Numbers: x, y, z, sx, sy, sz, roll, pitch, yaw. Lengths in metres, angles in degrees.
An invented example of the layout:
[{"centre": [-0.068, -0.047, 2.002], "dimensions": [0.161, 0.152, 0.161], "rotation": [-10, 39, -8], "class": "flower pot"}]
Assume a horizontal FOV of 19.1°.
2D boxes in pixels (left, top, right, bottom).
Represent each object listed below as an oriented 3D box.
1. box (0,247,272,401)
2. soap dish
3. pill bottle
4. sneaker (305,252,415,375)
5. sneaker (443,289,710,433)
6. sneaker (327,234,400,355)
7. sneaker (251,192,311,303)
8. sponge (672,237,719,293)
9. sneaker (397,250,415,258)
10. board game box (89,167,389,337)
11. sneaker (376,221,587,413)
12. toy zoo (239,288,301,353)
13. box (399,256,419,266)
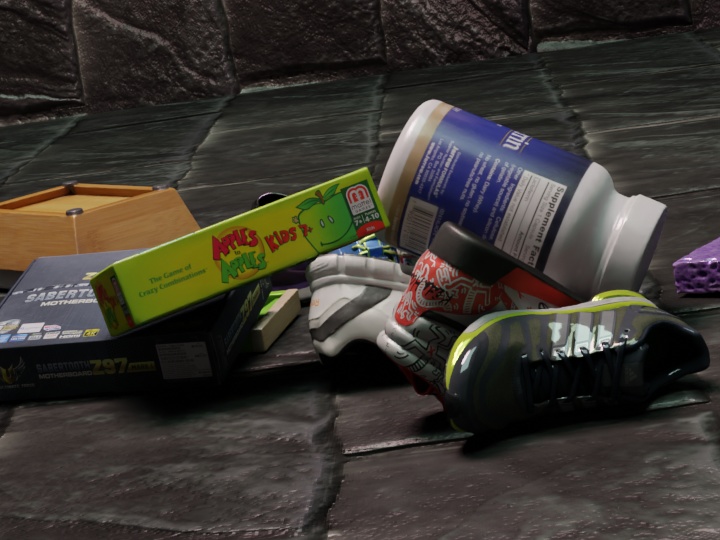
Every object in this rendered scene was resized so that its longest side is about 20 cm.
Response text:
[{"centre": [-0.182, 0.037, 1.647], "dimensions": [0.199, 0.051, 0.158], "rotation": [-4, 25, 16], "class": "box"}, {"centre": [-0.274, -0.035, 2.082], "dimensions": [0.199, 0.082, 0.157], "rotation": [5, 17, 45], "class": "soap dish"}, {"centre": [0.119, -0.040, 1.585], "dimensions": [0.199, 0.116, 0.116], "rotation": [23, 18, 10], "class": "pill bottle"}, {"centre": [0.057, 0.041, 1.528], "dimensions": [0.199, 0.080, 0.074], "rotation": [6, -18, -4], "class": "sneaker"}, {"centre": [0.137, 0.058, 1.351], "dimensions": [0.199, 0.074, 0.081], "rotation": [-18, 18, -34], "class": "sneaker"}, {"centre": [0.000, 0.000, 1.643], "dimensions": [0.075, 0.106, 0.200], "rotation": [-10, 11, -7], "class": "sneaker"}, {"centre": [-0.065, -0.031, 1.888], "dimensions": [0.075, 0.088, 0.200], "rotation": [-9, 11, -3], "class": "sneaker"}, {"centre": [0.338, -0.017, 1.682], "dimensions": [0.111, 0.030, 0.200], "rotation": [-1, 14, 35], "class": "sponge"}, {"centre": [0.059, -0.065, 1.775], "dimensions": [0.073, 0.088, 0.200], "rotation": [-9, 12, 1], "class": "sneaker"}, {"centre": [-0.089, -0.013, 1.546], "dimensions": [0.199, 0.048, 0.102], "rotation": [-22, 0, -18], "class": "board game box"}, {"centre": [0.093, 0.049, 1.420], "dimensions": [0.201, 0.108, 0.067], "rotation": [28, 7, -45], "class": "sneaker"}, {"centre": [-0.159, 0.049, 1.733], "dimensions": [0.199, 0.021, 0.131], "rotation": [-6, 12, 13], "class": "toy zoo"}, {"centre": [0.098, -0.013, 1.810], "dimensions": [0.136, 0.038, 0.200], "rotation": [-12, 12, -18], "class": "box"}]
